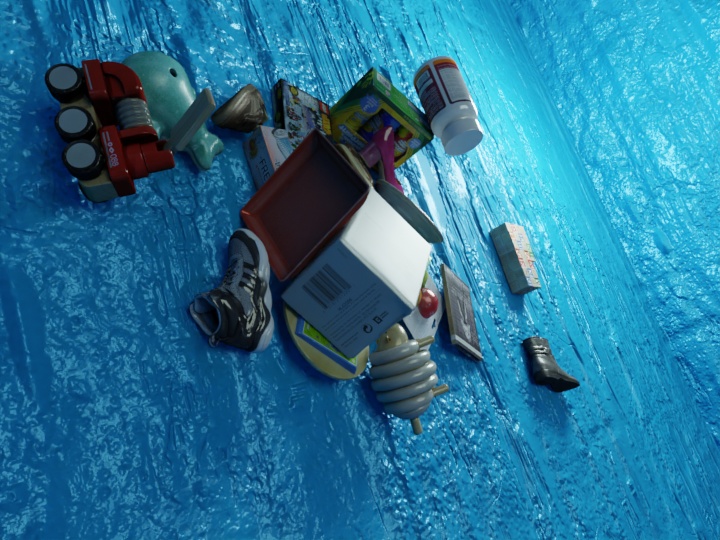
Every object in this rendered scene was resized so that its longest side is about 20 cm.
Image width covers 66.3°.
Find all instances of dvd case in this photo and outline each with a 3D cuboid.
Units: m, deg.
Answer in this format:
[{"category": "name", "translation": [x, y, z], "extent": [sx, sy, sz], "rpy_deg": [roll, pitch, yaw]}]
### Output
[{"category": "dvd case", "translation": [0.236, 0.101, 1.297], "extent": [0.148, 0.016, 0.203], "rpy_deg": [36, 41, -48]}]

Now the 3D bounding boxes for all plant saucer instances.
[{"category": "plant saucer", "translation": [-0.090, -0.105, 0.897], "extent": [0.037, 0.200, 0.200], "rpy_deg": [34, 14, -49]}, {"category": "plant saucer", "translation": [0.097, -0.117, 1.226], "extent": [0.200, 0.050, 0.200], "rpy_deg": [43, 0, 0]}]

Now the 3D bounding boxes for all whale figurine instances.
[{"category": "whale figurine", "translation": [-0.295, -0.258, 0.881], "extent": [0.200, 0.103, 0.160], "rpy_deg": [45, 39, -22]}]

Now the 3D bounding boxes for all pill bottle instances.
[{"category": "pill bottle", "translation": [0.197, -0.366, 1.233], "extent": [0.109, 0.109, 0.203], "rpy_deg": [5, 60, -46]}]

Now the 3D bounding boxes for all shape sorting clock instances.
[{"category": "shape sorting clock", "translation": [-0.058, 0.099, 0.971], "extent": [0.198, 0.039, 0.202], "rpy_deg": [32, 36, -27]}]

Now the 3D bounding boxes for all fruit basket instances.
[{"category": "fruit basket", "translation": [0.112, 0.050, 1.176], "extent": [0.202, 0.092, 0.186], "rpy_deg": [63, 34, -22]}]

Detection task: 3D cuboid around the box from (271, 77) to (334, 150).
[{"category": "box", "translation": [-0.117, -0.289, 1.155], "extent": [0.136, 0.040, 0.203], "rpy_deg": [18, 54, -42]}]

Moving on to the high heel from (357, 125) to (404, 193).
[{"category": "high heel", "translation": [0.078, -0.238, 1.264], "extent": [0.068, 0.096, 0.200], "rpy_deg": [54, 7, 37]}]

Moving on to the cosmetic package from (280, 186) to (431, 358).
[{"category": "cosmetic package", "translation": [0.000, 0.000, 0.948], "extent": [0.166, 0.167, 0.201], "rpy_deg": [42, 34, -11]}]

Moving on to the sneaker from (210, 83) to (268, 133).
[{"category": "sneaker", "translation": [-0.205, -0.284, 0.997], "extent": [0.076, 0.070, 0.201], "rpy_deg": [50, 22, -21]}]

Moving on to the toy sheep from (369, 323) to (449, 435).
[{"category": "toy sheep", "translation": [0.082, 0.195, 0.997], "extent": [0.137, 0.137, 0.203], "rpy_deg": [-9, 78, -50]}]

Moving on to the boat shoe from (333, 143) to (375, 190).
[{"category": "boat shoe", "translation": [0.004, -0.189, 1.205], "extent": [0.072, 0.072, 0.202], "rpy_deg": [-21, 77, -50]}]

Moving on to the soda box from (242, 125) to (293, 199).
[{"category": "soda box", "translation": [-0.149, -0.161, 1.017], "extent": [0.068, 0.063, 0.203], "rpy_deg": [-4, 70, -49]}]

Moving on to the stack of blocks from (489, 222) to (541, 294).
[{"category": "stack of blocks", "translation": [0.465, -0.034, 1.631], "extent": [0.114, 0.058, 0.203], "rpy_deg": [6, 62, -47]}]

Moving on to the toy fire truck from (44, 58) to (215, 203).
[{"category": "toy fire truck", "translation": [-0.302, -0.207, 0.749], "extent": [0.197, 0.129, 0.179], "rpy_deg": [-16, 76, -17]}]

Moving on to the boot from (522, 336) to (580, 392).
[{"category": "boot", "translation": [0.527, 0.253, 1.514], "extent": [0.199, 0.069, 0.133], "rpy_deg": [28, 43, -40]}]

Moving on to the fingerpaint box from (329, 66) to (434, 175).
[{"category": "fingerpaint box", "translation": [0.042, -0.327, 1.255], "extent": [0.199, 0.166, 0.074], "rpy_deg": [32, 42, -32]}]

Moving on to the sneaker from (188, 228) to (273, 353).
[{"category": "sneaker", "translation": [-0.197, 0.023, 0.832], "extent": [0.113, 0.075, 0.203], "rpy_deg": [10, 62, -47]}]
